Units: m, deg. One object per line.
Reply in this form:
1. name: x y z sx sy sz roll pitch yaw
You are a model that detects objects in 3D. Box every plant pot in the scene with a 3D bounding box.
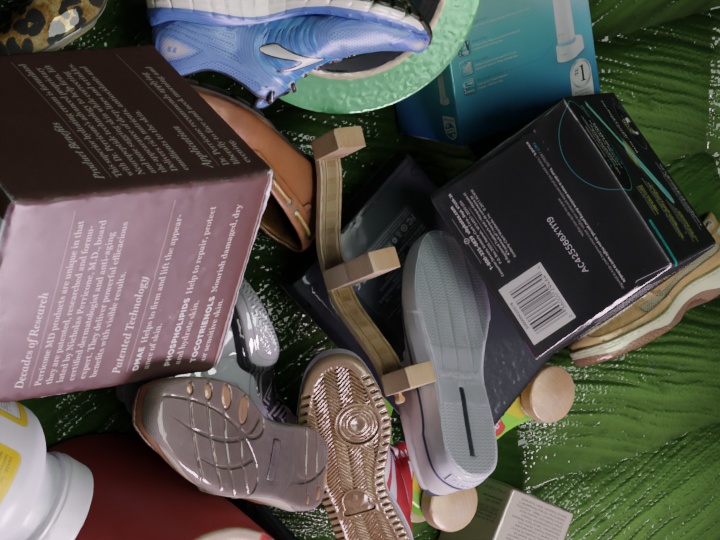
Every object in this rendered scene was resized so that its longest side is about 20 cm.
1. plant pot: -0.145 0.226 1.651 0.200 0.177 0.201 -9 104 -37

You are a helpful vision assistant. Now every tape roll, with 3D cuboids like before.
1. tape roll: -0.013 -0.215 1.688 0.199 0.048 0.201 -3 107 -9

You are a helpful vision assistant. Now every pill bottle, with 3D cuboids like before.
1. pill bottle: -0.278 0.121 1.545 0.200 0.112 0.112 33 79 -27

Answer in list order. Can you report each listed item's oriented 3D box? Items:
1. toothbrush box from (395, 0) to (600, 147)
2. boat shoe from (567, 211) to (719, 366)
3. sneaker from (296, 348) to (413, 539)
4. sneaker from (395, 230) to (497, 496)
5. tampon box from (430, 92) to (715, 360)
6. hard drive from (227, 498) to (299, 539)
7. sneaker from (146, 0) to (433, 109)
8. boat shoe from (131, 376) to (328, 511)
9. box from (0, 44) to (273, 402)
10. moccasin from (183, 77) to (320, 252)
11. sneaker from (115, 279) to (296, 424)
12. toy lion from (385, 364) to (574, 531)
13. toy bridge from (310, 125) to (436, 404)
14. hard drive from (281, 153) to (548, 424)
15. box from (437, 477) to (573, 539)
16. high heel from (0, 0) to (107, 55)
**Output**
1. toothbrush box: 0.094 -0.213 1.804 0.146 0.085 0.201 -23 113 -31
2. boat shoe: 0.239 0.011 1.989 0.200 0.072 0.076 -32 103 -37
3. sneaker: -0.003 0.129 1.752 0.071 0.113 0.201 -11 116 4
4. sneaker: 0.052 0.070 1.740 0.073 0.071 0.201 13 62 -31
5. tampon box: 0.164 -0.038 1.784 0.150 0.126 0.200 57 17 5
6. hard drive: -0.018 0.258 1.769 0.033 0.140 0.200 -42 130 -2
7. sneaker: -0.049 -0.161 1.636 0.199 0.079 0.090 1 113 -7
8. boat shoe: -0.100 0.122 1.615 0.200 0.072 0.076 36 63 -52
9. box: -0.195 -0.033 1.534 0.199 0.166 0.165 -8 130 -36
10. moccasin: -0.098 -0.076 1.696 0.201 0.073 0.078 39 65 -47
11. sneaker: -0.111 0.102 1.721 0.115 0.075 0.200 -24 131 -15
12. toy lion: 0.068 0.076 1.868 0.200 0.069 0.192 -46 117 -21
13. toy bridge: 0.000 0.000 1.705 0.027 0.067 0.201 -13 85 -38
14. hard drive: 0.052 0.031 1.804 0.200 0.033 0.140 48 70 -18
15. box: 0.095 0.272 1.921 0.082 0.068 0.201 27 83 -38
16. high heel: -0.216 -0.229 1.581 0.200 0.071 0.143 -41 108 -19
